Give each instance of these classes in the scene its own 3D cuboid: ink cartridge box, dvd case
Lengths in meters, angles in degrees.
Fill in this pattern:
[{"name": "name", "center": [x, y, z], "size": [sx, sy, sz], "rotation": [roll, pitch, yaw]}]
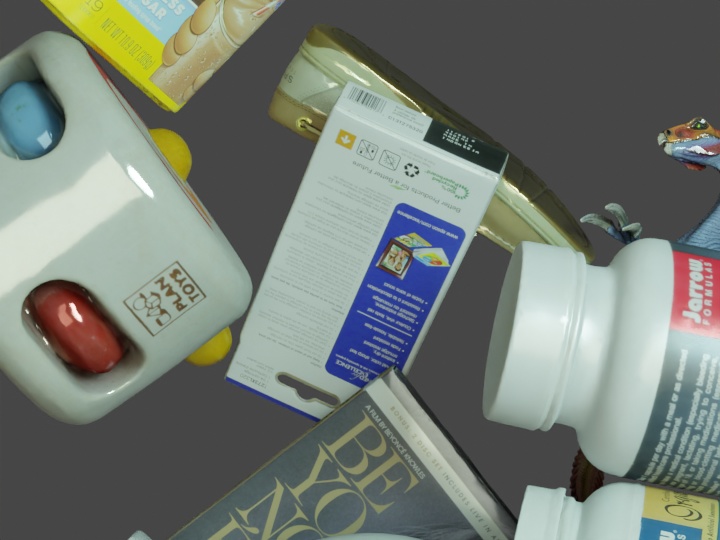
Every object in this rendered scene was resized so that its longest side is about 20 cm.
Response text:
[{"name": "ink cartridge box", "center": [0.000, 0.000, 1.144], "size": [0.095, 0.037, 0.200], "rotation": [24, 124, 1]}, {"name": "dvd case", "center": [-0.013, 0.170, 1.167], "size": [0.200, 0.016, 0.149], "rotation": [-38, 91, 10]}]

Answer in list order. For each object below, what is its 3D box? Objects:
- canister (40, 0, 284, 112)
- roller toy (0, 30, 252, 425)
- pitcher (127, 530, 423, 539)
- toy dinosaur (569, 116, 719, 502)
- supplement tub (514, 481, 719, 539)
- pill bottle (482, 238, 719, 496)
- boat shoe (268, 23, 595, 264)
[{"name": "canister", "center": [-0.076, -0.195, 1.124], "size": [0.200, 0.149, 0.087], "rotation": [-46, 56, 3]}, {"name": "roller toy", "center": [-0.147, -0.024, 1.103], "size": [0.140, 0.182, 0.200], "rotation": [-35, 90, 0]}, {"name": "pitcher", "center": [-0.023, 0.220, 1.119], "size": [0.200, 0.121, 0.172], "rotation": [0, 120, 18]}, {"name": "toy dinosaur", "center": [0.160, 0.011, 1.164], "size": [0.105, 0.200, 0.182], "rotation": [30, 54, 5]}, {"name": "supplement tub", "center": [0.167, 0.183, 1.016], "size": [0.200, 0.145, 0.145], "rotation": [11, 90, 6]}, {"name": "pill bottle", "center": [0.166, 0.049, 1.031], "size": [0.200, 0.120, 0.120], "rotation": [11, 90, -2]}, {"name": "boat shoe", "center": [0.038, -0.053, 1.163], "size": [0.200, 0.074, 0.066], "rotation": [39, 105, 0]}]
